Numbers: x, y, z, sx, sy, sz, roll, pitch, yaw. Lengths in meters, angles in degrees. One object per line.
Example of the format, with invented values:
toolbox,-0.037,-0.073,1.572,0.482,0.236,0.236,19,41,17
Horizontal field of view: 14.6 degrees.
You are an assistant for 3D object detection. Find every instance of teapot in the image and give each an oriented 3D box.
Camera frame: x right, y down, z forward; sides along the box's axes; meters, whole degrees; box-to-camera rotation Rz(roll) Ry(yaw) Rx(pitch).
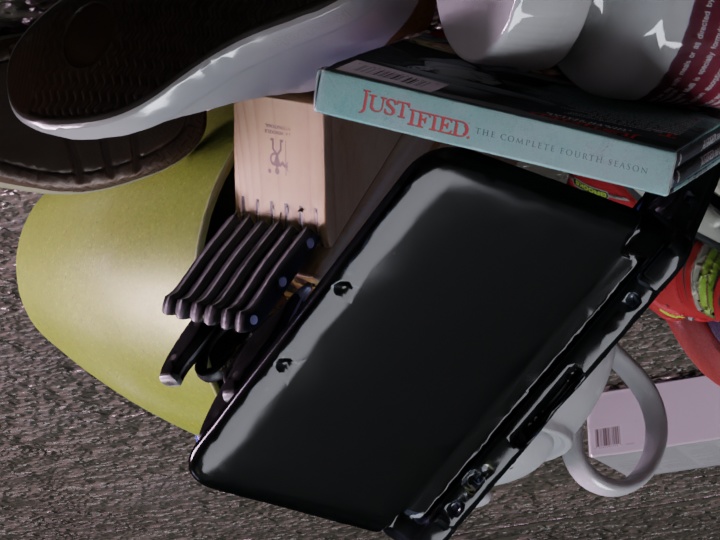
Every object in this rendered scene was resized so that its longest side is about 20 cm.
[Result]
teapot,0.064,0.066,1.641,0.199,0.146,0.197,-9,163,14

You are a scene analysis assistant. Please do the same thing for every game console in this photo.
game console,0.044,0.014,1.190,0.116,0.176,0.200,37,121,-3

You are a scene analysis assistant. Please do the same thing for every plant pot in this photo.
plant pot,-0.074,-0.001,1.390,0.187,0.188,0.200,13,174,-43

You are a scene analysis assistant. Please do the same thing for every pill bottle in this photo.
pill bottle,0.138,-0.119,1.111,0.199,0.110,0.110,3,162,-21

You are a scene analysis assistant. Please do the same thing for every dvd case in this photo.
dvd case,0.080,-0.069,1.146,0.146,0.022,0.200,14,-167,15

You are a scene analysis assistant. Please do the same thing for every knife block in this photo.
knife block,0.000,0.000,1.276,0.200,0.176,0.064,-13,-162,-41

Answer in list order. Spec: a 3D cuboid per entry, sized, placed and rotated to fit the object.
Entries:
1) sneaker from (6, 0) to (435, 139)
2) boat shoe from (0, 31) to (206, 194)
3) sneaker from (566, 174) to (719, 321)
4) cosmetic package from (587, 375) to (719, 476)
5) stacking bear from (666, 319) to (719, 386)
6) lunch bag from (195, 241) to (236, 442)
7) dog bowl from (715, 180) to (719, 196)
sneaker,-0.058,-0.093,1.218,0.200,0.073,0.085,-14,157,28
boat shoe,-0.172,-0.073,1.298,0.202,0.075,0.075,-1,-176,-4
sneaker,0.182,0.000,1.391,0.077,0.200,0.085,-24,149,-44
cosmetic package,0.264,0.100,1.949,0.199,0.051,0.083,-10,160,22
stacking bear,0.254,-0.014,1.491,0.121,0.114,0.200,4,157,-22
lunch bag,-0.003,0.038,1.509,0.199,0.161,0.076,-3,163,-3
dog bowl,0.251,-0.089,1.293,0.199,0.074,0.200,-3,162,-1
